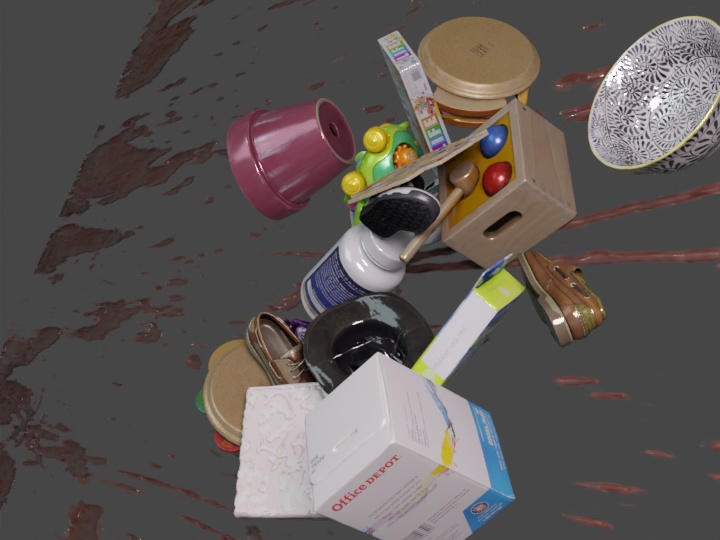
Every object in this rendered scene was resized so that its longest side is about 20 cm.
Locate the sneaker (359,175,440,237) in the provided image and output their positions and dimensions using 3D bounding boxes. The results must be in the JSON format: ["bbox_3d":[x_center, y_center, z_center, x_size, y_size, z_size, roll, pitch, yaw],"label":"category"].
[{"bbox_3d":[0.057,-0.101,1.493,0.083,0.072,0.200,-55,17,-15],"label":"sneaker"}]

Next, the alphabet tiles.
[{"bbox_3d":[0.076,-0.139,1.488,0.166,0.006,0.199,-34,10,-35],"label":"alphabet tiles"}]

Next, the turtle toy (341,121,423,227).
[{"bbox_3d":[0.035,-0.139,1.745,0.202,0.100,0.146,-64,-6,15],"label":"turtle toy"}]

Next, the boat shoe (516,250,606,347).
[{"bbox_3d":[0.246,0.028,1.364,0.067,0.072,0.200,-24,29,3],"label":"boat shoe"}]

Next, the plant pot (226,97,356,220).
[{"bbox_3d":[-0.114,-0.215,2.007,0.178,0.200,0.202,-23,45,26],"label":"plant pot"}]

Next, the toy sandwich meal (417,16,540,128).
[{"bbox_3d":[0.176,-0.298,1.670,0.071,0.202,0.207,94,177,-49],"label":"toy sandwich meal"}]

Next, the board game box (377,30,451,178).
[{"bbox_3d":[0.088,-0.233,1.621,0.034,0.201,0.135,-24,32,1],"label":"board game box"}]

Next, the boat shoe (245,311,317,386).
[{"bbox_3d":[-0.104,0.145,1.687,0.075,0.200,0.072,-36,-17,-28],"label":"boat shoe"}]

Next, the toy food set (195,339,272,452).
[{"bbox_3d":[-0.152,0.196,1.724,0.049,0.198,0.199,102,180,-52],"label":"toy food set"}]

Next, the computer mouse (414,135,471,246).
[{"bbox_3d":[0.126,-0.110,1.681,0.109,0.044,0.202,-19,44,43],"label":"computer mouse"}]

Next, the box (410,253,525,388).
[{"bbox_3d":[0.134,0.078,1.416,0.201,0.048,0.122,-55,-12,25],"label":"box"}]

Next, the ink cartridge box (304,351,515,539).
[{"bbox_3d":[0.054,0.226,1.342,0.147,0.199,0.145,-43,34,26],"label":"ink cartridge box"}]

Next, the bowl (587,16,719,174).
[{"bbox_3d":[0.373,-0.187,1.311,0.200,0.094,0.202,-36,38,35],"label":"bowl"}]

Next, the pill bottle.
[{"bbox_3d":[0.000,0.000,1.675,0.200,0.110,0.112,-45,31,46],"label":"pill bottle"}]

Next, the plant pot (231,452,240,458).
[{"bbox_3d":[-0.181,0.204,1.832,0.200,0.092,0.202,-36,39,36],"label":"plant pot"}]

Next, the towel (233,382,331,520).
[{"bbox_3d":[-0.085,0.260,1.603,0.189,0.032,0.202,-5,63,20],"label":"towel"}]

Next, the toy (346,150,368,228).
[{"bbox_3d":[0.009,-0.126,1.864,0.115,0.047,0.201,-41,35,31],"label":"toy"}]

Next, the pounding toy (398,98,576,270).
[{"bbox_3d":[0.166,-0.101,1.507,0.200,0.141,0.186,-37,37,36],"label":"pounding toy"}]

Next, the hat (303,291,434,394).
[{"bbox_3d":[0.018,0.128,1.581,0.198,0.081,0.202,-7,46,7],"label":"hat"}]

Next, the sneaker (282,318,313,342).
[{"bbox_3d":[-0.057,0.125,1.711,0.200,0.087,0.075,21,82,60],"label":"sneaker"}]
